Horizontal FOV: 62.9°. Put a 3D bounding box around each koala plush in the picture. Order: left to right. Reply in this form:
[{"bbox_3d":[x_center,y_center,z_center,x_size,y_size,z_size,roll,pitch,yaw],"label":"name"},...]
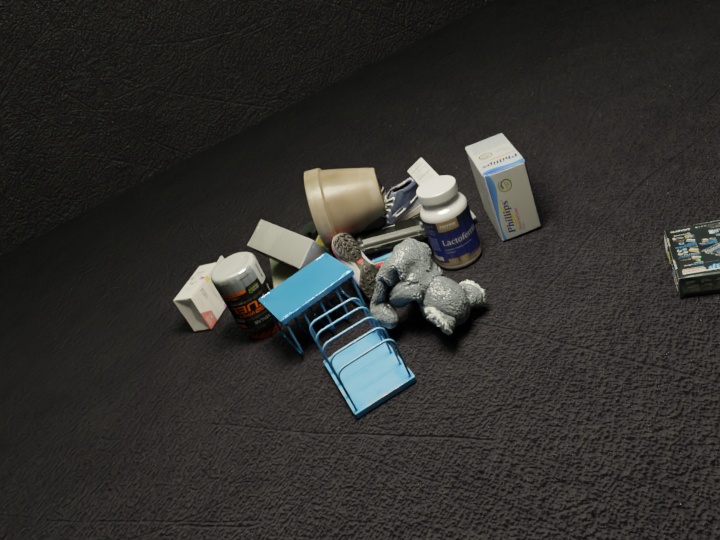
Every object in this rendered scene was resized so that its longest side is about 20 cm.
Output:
[{"bbox_3d":[0.145,0.049,1.225,0.199,0.186,0.176,33,45,32],"label":"koala plush"}]

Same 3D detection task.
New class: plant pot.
[{"bbox_3d":[-0.031,-0.177,1.481,0.171,0.202,0.201,-17,31,6],"label":"plant pot"}]

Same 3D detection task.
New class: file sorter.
[{"bbox_3d":[-0.108,0.080,1.380,0.199,0.124,0.138,-35,31,-17],"label":"file sorter"},{"bbox_3d":[-0.005,0.164,1.189,0.138,0.124,0.200,-30,30,-9],"label":"file sorter"}]

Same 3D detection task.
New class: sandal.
[{"bbox_3d":[-0.166,-0.089,1.648,0.074,0.048,0.201,-8,33,20],"label":"sandal"}]

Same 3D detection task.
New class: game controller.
[{"bbox_3d":[0.078,-0.086,1.478,0.197,0.043,0.105,-14,23,0],"label":"game controller"}]

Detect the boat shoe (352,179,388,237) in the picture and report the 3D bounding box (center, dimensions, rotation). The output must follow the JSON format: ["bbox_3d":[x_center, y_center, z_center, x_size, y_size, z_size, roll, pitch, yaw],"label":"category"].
[{"bbox_3d":[-0.003,-0.180,1.648,0.200,0.093,0.074,-46,31,-24],"label":"boat shoe"}]

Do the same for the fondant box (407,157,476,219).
[{"bbox_3d":[0.213,-0.205,1.566,0.058,0.144,0.201,-42,28,12],"label":"fondant box"}]

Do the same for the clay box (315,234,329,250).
[{"bbox_3d":[-0.090,-0.100,1.636,0.115,0.047,0.202,120,172,-65],"label":"clay box"}]

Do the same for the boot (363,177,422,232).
[{"bbox_3d":[0.074,-0.160,1.550,0.199,0.091,0.073,-37,37,-13],"label":"boot"}]

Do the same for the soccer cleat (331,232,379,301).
[{"bbox_3d":[0.000,0.000,1.416,0.068,0.201,0.073,-36,-5,-15],"label":"soccer cleat"}]

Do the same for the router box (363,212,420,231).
[{"bbox_3d":[0.105,-0.134,1.633,0.198,0.051,0.150,-23,30,8],"label":"router box"}]

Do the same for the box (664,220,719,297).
[{"bbox_3d":[0.669,-0.032,1.062,0.198,0.046,0.160,-11,33,24],"label":"box"}]

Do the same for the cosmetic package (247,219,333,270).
[{"bbox_3d":[-0.180,-0.053,1.517,0.199,0.107,0.091,26,85,36],"label":"cosmetic package"}]

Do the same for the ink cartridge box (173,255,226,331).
[{"bbox_3d":[-0.432,0.062,1.672,0.067,0.117,0.201,-10,33,25],"label":"ink cartridge box"}]

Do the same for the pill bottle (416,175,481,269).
[{"bbox_3d":[0.205,-0.113,1.380,0.114,0.201,0.116,-19,31,12],"label":"pill bottle"}]

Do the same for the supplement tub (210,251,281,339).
[{"bbox_3d":[-0.276,0.065,1.465,0.121,0.201,0.123,-18,31,11],"label":"supplement tub"}]

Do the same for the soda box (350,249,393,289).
[{"bbox_3d":[0.070,-0.008,1.456,0.198,0.065,0.068,-8,34,29],"label":"soda box"}]

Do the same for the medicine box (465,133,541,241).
[{"bbox_3d":[0.347,-0.207,1.437,0.102,0.183,0.201,-21,30,8],"label":"medicine box"}]

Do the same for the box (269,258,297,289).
[{"bbox_3d":[-0.194,0.020,1.606,0.081,0.069,0.201,-24,31,2],"label":"box"}]
